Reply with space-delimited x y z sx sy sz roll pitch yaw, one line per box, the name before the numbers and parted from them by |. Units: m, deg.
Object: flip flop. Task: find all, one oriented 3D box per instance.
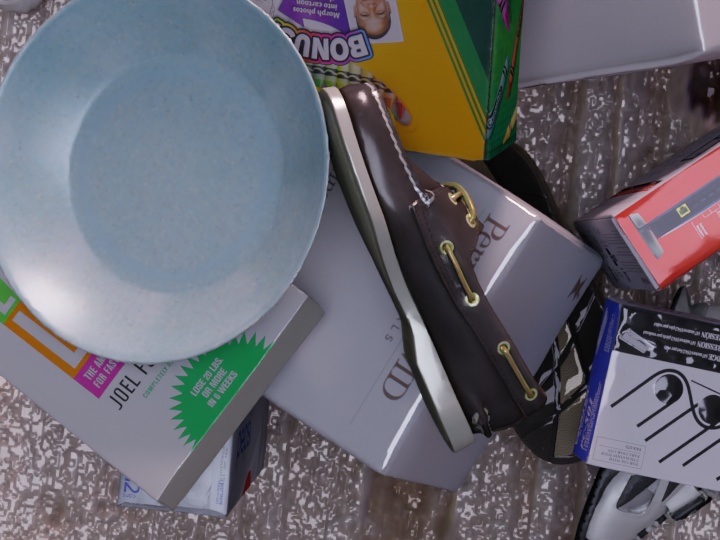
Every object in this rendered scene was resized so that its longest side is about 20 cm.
flip flop | 0.105 0.017 1.627 0.081 0.058 0.201 -24 77 11

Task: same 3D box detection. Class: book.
book | -0.136 0.018 1.463 0.200 0.048 0.134 35 84 23

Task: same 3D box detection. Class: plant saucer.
plant saucer | -0.102 -0.052 1.417 0.200 0.039 0.202 -1 86 21

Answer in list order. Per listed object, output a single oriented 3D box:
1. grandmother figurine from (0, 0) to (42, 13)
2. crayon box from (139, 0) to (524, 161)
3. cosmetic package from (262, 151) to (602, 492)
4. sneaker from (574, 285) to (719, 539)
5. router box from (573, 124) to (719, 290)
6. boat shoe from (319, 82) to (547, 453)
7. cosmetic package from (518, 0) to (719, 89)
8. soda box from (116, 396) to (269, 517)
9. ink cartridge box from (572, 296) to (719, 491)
grandmother figurine | -0.172 -0.239 1.591 0.121 0.061 0.201 20 116 -22
crayon box | -0.015 -0.132 1.432 0.199 0.058 0.119 9 107 19
cosmetic package | 0.000 0.000 1.545 0.200 0.166 0.168 33 92 19
sneaker | 0.186 0.118 1.605 0.088 0.074 0.201 24 106 3
router box | 0.215 -0.058 1.538 0.179 0.200 0.049 -34 91 -1
boat shoe | 0.036 -0.009 1.397 0.060 0.072 0.202 -22 104 -4
cosmetic package | 0.174 -0.216 1.525 0.164 0.165 0.201 -12 94 -38
soda box | -0.092 0.092 1.560 0.063 0.200 0.069 5 93 3
ink cartridge box | 0.228 0.081 1.550 0.199 0.044 0.095 12 93 -7
